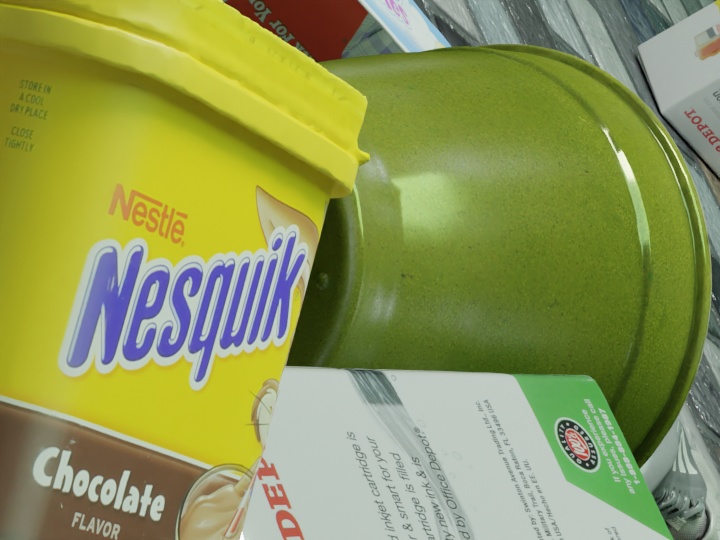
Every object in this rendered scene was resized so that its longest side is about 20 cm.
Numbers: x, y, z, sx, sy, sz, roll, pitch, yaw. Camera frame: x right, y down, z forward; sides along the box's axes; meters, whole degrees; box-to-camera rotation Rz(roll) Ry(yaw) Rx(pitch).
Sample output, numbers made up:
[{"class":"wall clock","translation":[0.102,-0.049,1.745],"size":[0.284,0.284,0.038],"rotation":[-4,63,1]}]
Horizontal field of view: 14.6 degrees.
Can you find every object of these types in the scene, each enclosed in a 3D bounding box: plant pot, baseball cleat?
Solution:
[{"class":"plant pot","translation":[0.000,0.000,1.068],"size":[0.193,0.200,0.201],"rotation":[8,51,-55]},{"class":"baseball cleat","translation":[0.161,0.117,1.500],"size":[0.107,0.070,0.200],"rotation":[57,17,-4]}]

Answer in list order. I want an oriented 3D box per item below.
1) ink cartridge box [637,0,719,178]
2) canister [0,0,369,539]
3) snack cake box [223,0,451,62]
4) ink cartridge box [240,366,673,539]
[{"class":"ink cartridge box","translation":[0.357,-0.172,2.375],"size":[0.145,0.200,0.083],"rotation":[42,26,-44]},{"class":"canister","translation":[-0.079,0.029,0.749],"size":[0.149,0.086,0.200],"rotation":[27,76,-61]},{"class":"snack cake box","translation":[-0.017,-0.070,1.239],"size":[0.200,0.115,0.067],"rotation":[46,19,-36]},{"class":"ink cartridge box","translation":[0.014,0.112,0.935],"size":[0.200,0.083,0.147],"rotation":[5,51,-41]}]
